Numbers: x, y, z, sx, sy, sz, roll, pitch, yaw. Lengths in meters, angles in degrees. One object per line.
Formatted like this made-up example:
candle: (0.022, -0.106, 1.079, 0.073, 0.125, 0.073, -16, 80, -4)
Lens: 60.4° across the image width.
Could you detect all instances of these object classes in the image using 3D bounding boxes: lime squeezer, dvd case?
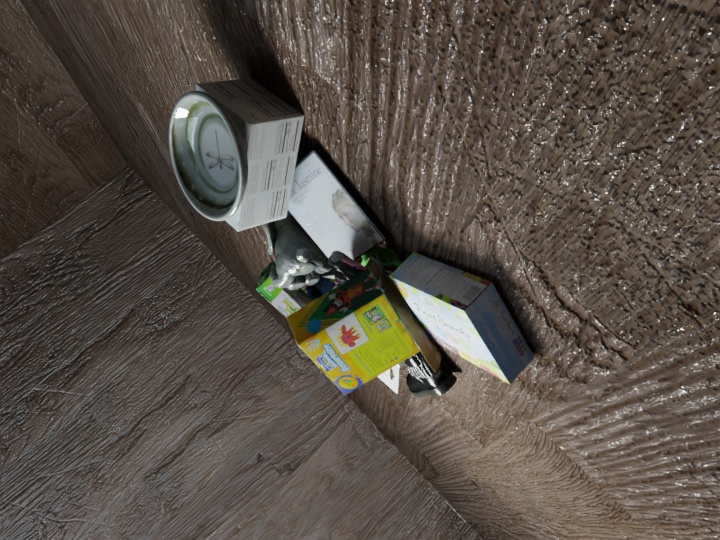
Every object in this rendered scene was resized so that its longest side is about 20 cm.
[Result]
lime squeezer: (0.040, -0.012, 1.127, 0.200, 0.038, 0.071, 9, 122, 50)
dvd case: (-0.057, -0.105, 1.100, 0.200, 0.018, 0.143, 51, 135, -8)

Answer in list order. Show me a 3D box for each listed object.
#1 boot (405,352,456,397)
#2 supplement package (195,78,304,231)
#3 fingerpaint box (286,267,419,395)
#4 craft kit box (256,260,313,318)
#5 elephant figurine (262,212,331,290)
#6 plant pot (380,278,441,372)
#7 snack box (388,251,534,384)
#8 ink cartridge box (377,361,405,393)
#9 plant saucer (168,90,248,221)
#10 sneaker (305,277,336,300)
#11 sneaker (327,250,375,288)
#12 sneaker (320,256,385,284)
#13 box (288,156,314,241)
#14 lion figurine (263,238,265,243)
boot: (0.119, 0.200, 1.384, 0.158, 0.079, 0.211, 46, 160, -3)
supplement package: (-0.200, -0.200, 1.058, 0.156, 0.111, 0.201, 39, 131, 29)
fingerpaint box: (-0.009, 0.112, 1.094, 0.200, 0.166, 0.073, 55, -175, -48)
craft kit box: (-0.144, 0.075, 1.388, 0.198, 0.048, 0.200, 48, -177, -13)
elephant figurine: (-0.153, -0.070, 1.290, 0.141, 0.155, 0.201, 4, -125, -50)
plant pot: (0.098, 0.096, 1.152, 0.200, 0.027, 0.200, 58, -177, -5)
snack box: (0.155, 0.070, 0.974, 0.200, 0.068, 0.169, 24, 154, 56)
ink cartridge box: (0.030, 0.142, 1.261, 0.200, 0.067, 0.116, 40, 150, 30)
plant saucer: (-0.228, -0.181, 0.974, 0.200, 0.050, 0.201, 21, 122, 39)
sneaker: (-0.101, 0.022, 1.505, 0.076, 0.105, 0.200, 49, 165, -8)
sneaker: (-0.014, 0.044, 1.118, 0.079, 0.095, 0.200, 36, 169, 41)
sneaker: (0.000, 0.000, 1.287, 0.084, 0.073, 0.200, 15, 179, -38)
box: (-0.116, -0.151, 1.181, 0.200, 0.070, 0.064, 50, 161, -7)
lion figurine: (-0.235, -0.117, 1.639, 0.122, 0.073, 0.200, 20, 165, 36)
